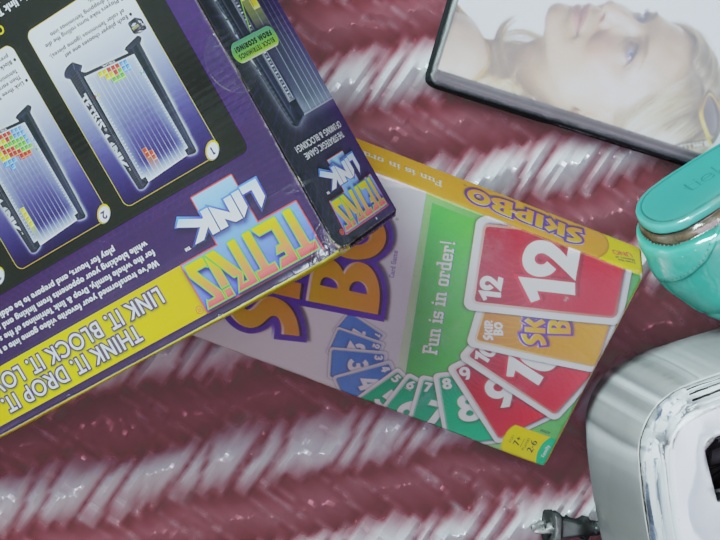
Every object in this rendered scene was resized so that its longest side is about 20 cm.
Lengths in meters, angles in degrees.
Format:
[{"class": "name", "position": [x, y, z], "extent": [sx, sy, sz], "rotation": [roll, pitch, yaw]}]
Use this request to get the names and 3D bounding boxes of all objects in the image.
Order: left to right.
[{"class": "board game box", "position": [-0.110, -0.045, 0.959], "extent": [0.199, 0.057, 0.166], "rotation": [-27, 96, 30]}, {"class": "board game box", "position": [0.000, 0.000, 1.004], "extent": [0.199, 0.030, 0.096], "rotation": [22, 117, -7]}, {"class": "dvd case", "position": [0.139, -0.114, 1.039], "extent": [0.199, 0.018, 0.144], "rotation": [17, 90, -5]}, {"class": "toaster", "position": [0.168, 0.077, 0.992], "extent": [0.198, 0.129, 0.115], "rotation": [-9, 92, -4]}, {"class": "ballet flat", "position": [0.199, -0.049, 1.012], "extent": [0.199, 0.067, 0.071], "rotation": [-36, 120, -2]}]
